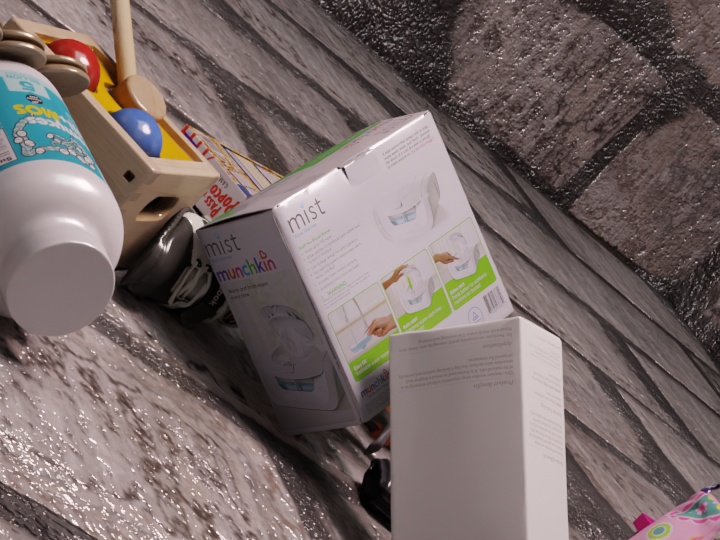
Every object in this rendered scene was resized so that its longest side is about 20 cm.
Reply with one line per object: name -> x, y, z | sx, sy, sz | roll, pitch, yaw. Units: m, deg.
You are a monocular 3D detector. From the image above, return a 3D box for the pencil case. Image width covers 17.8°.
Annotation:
pencil case -> 0.210, 0.246, 1.737 | 0.088, 0.199, 0.088 | 55, -12, 18

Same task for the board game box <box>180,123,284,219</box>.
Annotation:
board game box -> -0.085, -0.047, 2.153 | 0.152, 0.046, 0.200 | 50, 12, 30

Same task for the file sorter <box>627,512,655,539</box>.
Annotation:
file sorter -> 0.262, 0.325, 1.833 | 0.139, 0.125, 0.200 | 36, 14, -41

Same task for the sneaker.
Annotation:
sneaker -> -0.119, 0.005, 1.758 | 0.088, 0.074, 0.200 | 43, 11, 6

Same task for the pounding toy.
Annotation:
pounding toy -> -0.201, -0.116, 1.725 | 0.184, 0.142, 0.200 | 46, 11, 9

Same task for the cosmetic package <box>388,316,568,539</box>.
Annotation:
cosmetic package -> 0.085, 0.143, 1.647 | 0.081, 0.112, 0.202 | 25, 62, -59

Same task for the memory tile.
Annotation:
memory tile -> -0.289, -0.143, 1.528 | 0.200, 0.152, 0.017 | 28, 54, -59

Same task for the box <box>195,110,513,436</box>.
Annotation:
box -> 0.000, 0.000, 1.752 | 0.200, 0.096, 0.178 | -35, 104, -43

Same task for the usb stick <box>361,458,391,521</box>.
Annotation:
usb stick -> 0.078, 0.219, 1.798 | 0.200, 0.033, 0.056 | 42, 10, -18

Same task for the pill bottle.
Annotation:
pill bottle -> -0.217, -0.043, 1.472 | 0.111, 0.111, 0.200 | 35, 14, -40

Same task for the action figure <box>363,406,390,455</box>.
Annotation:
action figure -> 0.013, 0.084, 1.891 | 0.200, 0.104, 0.194 | 25, 31, -54
